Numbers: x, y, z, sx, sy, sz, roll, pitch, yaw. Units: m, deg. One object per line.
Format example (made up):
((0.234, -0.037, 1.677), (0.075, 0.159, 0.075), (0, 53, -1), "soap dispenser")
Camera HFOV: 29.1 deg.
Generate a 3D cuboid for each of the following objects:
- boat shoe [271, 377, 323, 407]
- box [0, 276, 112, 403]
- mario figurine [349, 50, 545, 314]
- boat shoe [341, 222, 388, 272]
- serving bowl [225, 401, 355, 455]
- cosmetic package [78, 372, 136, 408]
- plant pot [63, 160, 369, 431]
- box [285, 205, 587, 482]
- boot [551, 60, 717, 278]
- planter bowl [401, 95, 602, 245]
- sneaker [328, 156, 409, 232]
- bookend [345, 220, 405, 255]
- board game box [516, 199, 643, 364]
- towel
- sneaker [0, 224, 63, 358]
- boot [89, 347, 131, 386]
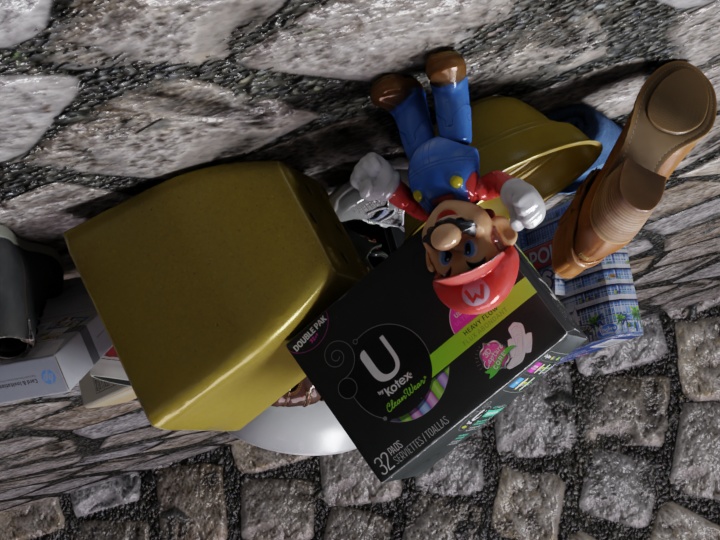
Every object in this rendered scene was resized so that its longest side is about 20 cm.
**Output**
((-0.072, 0.033, 1.360), (0.069, 0.203, 0.070), (-6, 164, -12), "boat shoe")
((-0.299, 0.061, 1.311), (0.154, 0.042, 0.200), (-11, -159, 22), "box")
((0.065, -0.065, 1.065), (0.105, 0.203, 0.123), (-10, 167, -27), "mario figurine")
((0.001, 0.001, 1.353), (0.063, 0.203, 0.074), (-30, 141, 5), "boat shoe")
((-0.068, 0.117, 1.488), (0.197, 0.067, 0.201), (8, -157, -3), "serving bowl")
((-0.243, 0.080, 1.595), (0.199, 0.107, 0.071), (-22, 167, 38), "cosmetic package")
((-0.107, 0.009, 1.248), (0.199, 0.196, 0.195), (-31, 165, 11), "plant pot")
((0.068, 0.061, 1.183), (0.200, 0.149, 0.124), (-40, 165, 11), "box")
((0.244, -0.092, 1.283), (0.201, 0.073, 0.155), (-54, 180, -30), "boot")
((0.109, -0.097, 1.233), (0.198, 0.084, 0.201), (-25, 168, -5), "planter bowl")
((0.055, -0.063, 1.359), (0.198, 0.083, 0.075), (-9, 167, -32), "sneaker")
((-0.002, 0.038, 1.468), (0.199, 0.201, 0.092), (-22, 169, 35), "bookend")
((0.189, -0.003, 1.475), (0.061, 0.203, 0.199), (2, 161, -40), "board game box")
((0.215, -0.118, 1.406), (0.111, 0.049, 0.199), (-21, 167, 22), "towel")
((-0.314, 0.032, 1.253), (0.074, 0.108, 0.200), (-16, 169, 5), "sneaker")
((-0.165, 0.054, 1.404), (0.197, 0.146, 0.072), (10, 168, 7), "boot")
